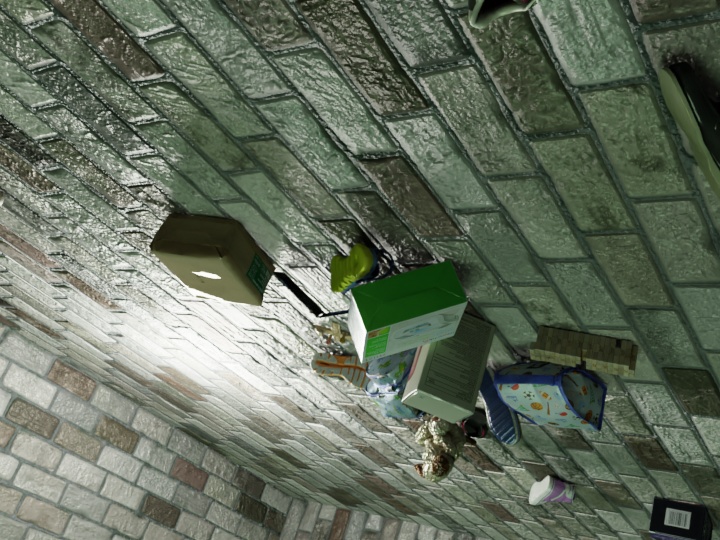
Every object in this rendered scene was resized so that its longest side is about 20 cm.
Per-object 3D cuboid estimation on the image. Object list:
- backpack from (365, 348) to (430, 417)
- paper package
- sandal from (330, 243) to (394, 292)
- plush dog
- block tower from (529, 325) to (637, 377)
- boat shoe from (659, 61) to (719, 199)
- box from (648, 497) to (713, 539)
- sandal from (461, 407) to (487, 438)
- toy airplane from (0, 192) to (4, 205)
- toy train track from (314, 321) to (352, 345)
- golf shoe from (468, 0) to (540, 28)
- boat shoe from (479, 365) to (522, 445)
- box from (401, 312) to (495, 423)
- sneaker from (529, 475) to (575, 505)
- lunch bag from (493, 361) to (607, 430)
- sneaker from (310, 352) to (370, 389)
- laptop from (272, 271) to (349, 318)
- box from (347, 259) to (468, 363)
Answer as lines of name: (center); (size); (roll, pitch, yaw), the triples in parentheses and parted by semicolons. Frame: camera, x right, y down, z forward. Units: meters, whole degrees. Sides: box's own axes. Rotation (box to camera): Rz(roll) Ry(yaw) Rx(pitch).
backpack: (0.103, 0.240, 1.867); (0.147, 0.183, 0.200); (51, 149, -9)
paper package: (-0.307, -0.021, 1.727); (0.190, 0.104, 0.200); (7, 151, 26)
sandal: (0.000, 0.000, 1.582); (0.087, 0.080, 0.200); (1, 171, -24)
plush dog: (0.230, 0.520, 2.310); (0.160, 0.172, 0.200); (30, 155, -2)
block tower: (0.436, 0.158, 1.596); (0.199, 0.058, 0.054); (8, 152, 21)
boat shoe: (0.413, -0.170, 0.958); (0.063, 0.074, 0.201); (-34, 119, 16)
box: (0.926, 0.746, 2.350); (0.148, 0.105, 0.200); (2, 149, 32)
sandal: (0.311, 0.428, 2.234); (0.075, 0.045, 0.200); (14, 154, 13)
toy airplane: (-0.915, -0.163, 1.846); (0.200, 0.141, 0.199); (37, 120, -5)
toy train track: (-0.020, 0.175, 1.988); (0.199, 0.033, 0.115); (13, 154, 12)
golf shoe: (0.190, -0.306, 0.817); (0.077, 0.088, 0.200); (35, 150, -26)
boat shoe: (0.324, 0.301, 1.837); (0.072, 0.200, 0.072); (13, 135, -38)
box: (0.182, 0.193, 1.679); (0.128, 0.201, 0.109); (24, 154, -7)
sneaker: (0.603, 0.704, 2.544); (0.114, 0.073, 0.201); (18, 155, -3)
lunch bag: (0.404, 0.257, 1.739); (0.170, 0.124, 0.200); (-7, 152, 43)
sneaker: (-0.029, 0.260, 2.131); (0.199, 0.079, 0.077); (16, 168, 17)
laptop: (-0.070, 0.042, 1.704); (0.200, 0.103, 0.177); (45, 180, 2)
box: (0.083, 0.079, 1.546); (0.199, 0.097, 0.177); (-16, 156, -11)
